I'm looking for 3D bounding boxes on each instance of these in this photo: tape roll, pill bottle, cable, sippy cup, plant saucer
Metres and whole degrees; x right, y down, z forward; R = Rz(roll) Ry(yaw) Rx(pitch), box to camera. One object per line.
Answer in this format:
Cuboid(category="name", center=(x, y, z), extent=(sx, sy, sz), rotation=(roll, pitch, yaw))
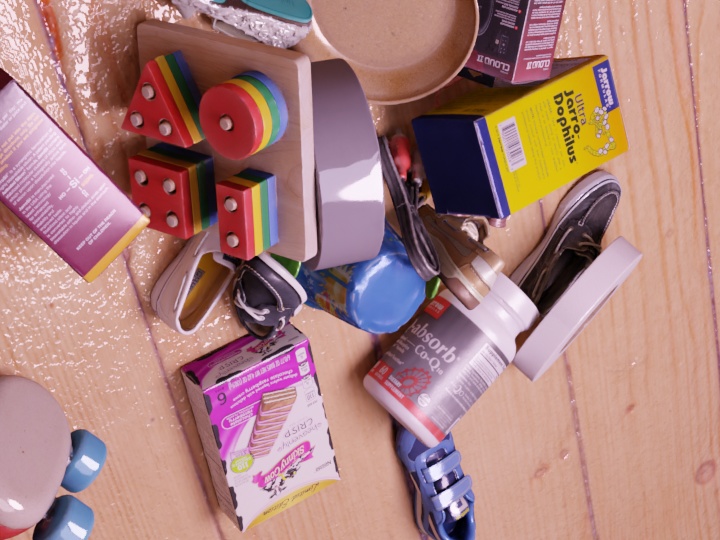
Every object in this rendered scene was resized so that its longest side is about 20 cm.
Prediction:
Cuboid(category="tape roll", center=(-0.036, -0.105, 1.493), extent=(0.065, 0.201, 0.203), rotation=(-11, 119, -14))
Cuboid(category="pill bottle", center=(0.107, 0.094, 1.743), extent=(0.200, 0.116, 0.116), rotation=(-48, 129, -5))
Cuboid(category="tape roll", center=(0.258, 0.046, 1.793), extent=(0.203, 0.037, 0.203), rotation=(-46, 169, -11))
Cuboid(category="cable", center=(0.055, -0.079, 1.591), extent=(0.050, 0.201, 0.097), rotation=(-28, 125, 12))
Cuboid(category="sippy cup", center=(0.000, 0.000, 1.618), extent=(0.177, 0.130, 0.141), rotation=(-28, 124, -18))
Cuboid(category="plant saucer", center=(0.021, -0.262, 1.515), extent=(0.197, 0.036, 0.202), rotation=(4, 127, 5))

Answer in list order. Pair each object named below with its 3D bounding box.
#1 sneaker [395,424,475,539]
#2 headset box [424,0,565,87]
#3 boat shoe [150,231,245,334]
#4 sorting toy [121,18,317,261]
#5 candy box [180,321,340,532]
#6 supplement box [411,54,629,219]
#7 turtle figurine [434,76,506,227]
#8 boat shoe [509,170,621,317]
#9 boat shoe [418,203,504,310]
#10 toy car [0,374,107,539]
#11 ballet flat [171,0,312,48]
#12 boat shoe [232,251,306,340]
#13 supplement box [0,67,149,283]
Cuboid(category="sneaker", center=(0.100, 0.255, 1.838), extent=(0.073, 0.082, 0.202), rotation=(-28, 123, -17))
Cuboid(category="headset box", center=(0.132, -0.290, 1.544), extent=(0.077, 0.148, 0.202), rotation=(-15, 121, -48))
Cuboid(category="boat shoe", center=(-0.141, -0.023, 1.552), extent=(0.071, 0.070, 0.201), rotation=(33, 92, -39))
Cuboid(category="sorting toy", center=(-0.142, -0.115, 1.417), extent=(0.069, 0.198, 0.201), rotation=(-32, 130, -46))
Cuboid(category="candy box", center=(-0.108, 0.173, 1.675), extent=(0.135, 0.061, 0.202), rotation=(-26, 125, -21))
Cuboid(category="supplement box", center=(0.171, -0.143, 1.598), extent=(0.199, 0.108, 0.111), rotation=(-28, 110, -30))
Cuboid(category="turtle figurine", center=(0.159, -0.132, 1.700), extent=(0.198, 0.064, 0.163), rotation=(3, 111, -34))
Cuboid(category="boat shoe", center=(0.258, -0.024, 1.813), extent=(0.072, 0.071, 0.201), rotation=(35, 91, -39))
Cuboid(category="boat shoe", center=(0.108, -0.030, 1.626), extent=(0.076, 0.200, 0.072), rotation=(-43, 122, 7))
Cuboid(category="toy car", center=(-0.385, 0.214, 1.482), extent=(0.199, 0.178, 0.184), rotation=(-37, 119, 24))
Cuboid(category="ballet flat", center=(-0.136, -0.257, 1.447), extent=(0.198, 0.072, 0.072), rotation=(21, 100, -32))
Cuboid(category="boat shoe", center=(-0.098, 0.030, 1.548), extent=(0.060, 0.075, 0.200), rotation=(-46, 167, -10))
Cuboid(category="supplement box", center=(-0.300, -0.095, 1.387), extent=(0.086, 0.110, 0.200), rotation=(-46, 129, -6))
